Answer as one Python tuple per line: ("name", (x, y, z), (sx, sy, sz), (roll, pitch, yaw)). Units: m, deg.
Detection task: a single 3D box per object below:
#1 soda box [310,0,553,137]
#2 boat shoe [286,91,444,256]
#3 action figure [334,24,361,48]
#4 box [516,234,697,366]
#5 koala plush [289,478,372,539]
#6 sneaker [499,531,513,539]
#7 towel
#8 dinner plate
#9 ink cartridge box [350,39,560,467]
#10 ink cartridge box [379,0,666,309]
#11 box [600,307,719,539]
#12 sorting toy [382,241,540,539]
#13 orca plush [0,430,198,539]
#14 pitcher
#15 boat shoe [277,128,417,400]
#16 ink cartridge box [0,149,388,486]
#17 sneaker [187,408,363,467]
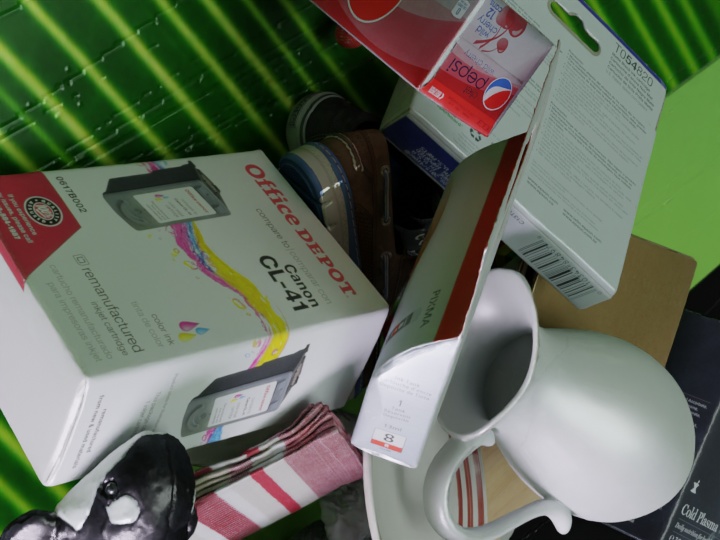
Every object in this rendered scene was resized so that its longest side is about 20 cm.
("soda box", (0.015, -0.157, 0.767), (0.070, 0.200, 0.064), (26, 105, -45))
("boat shoe", (0.030, -0.050, 0.920), (0.070, 0.066, 0.200), (-55, 134, -13))
("action figure", (0.059, -0.215, 0.870), (0.201, 0.098, 0.065), (-53, 134, -12))
("box", (0.173, 0.049, 1.029), (0.199, 0.021, 0.166), (15, 94, -46))
("koala plush", (-0.033, 0.233, 0.923), (0.200, 0.182, 0.180), (-42, 145, -51))
("sneaker", (0.069, 0.259, 1.067), (0.200, 0.080, 0.071), (-47, 130, -23))
("towel", (-0.093, 0.144, 0.807), (0.198, 0.023, 0.144), (-27, 160, -2))
("dinner plate", (0.039, 0.139, 0.879), (0.200, 0.024, 0.203), (35, 50, -57))
("ink cartridge box", (0.050, -0.010, 0.753), (0.201, 0.049, 0.163), (99, 12, -50))
("ink cartridge box", (0.118, -0.110, 0.933), (0.199, 0.040, 0.202), (39, 52, -21))
("box", (0.300, 0.156, 1.223), (0.199, 0.123, 0.199), (29, 83, -46))
("sorting toy", (0.106, 0.080, 1.042), (0.199, 0.069, 0.201), (-35, 127, -31))
("orca plush", (-0.140, 0.171, 0.698), (0.200, 0.072, 0.105), (-42, 141, 20))
("pitcher", (0.128, 0.115, 0.910), (0.199, 0.120, 0.174), (30, 76, -37))
("boat shoe", (0.000, 0.000, 0.866), (0.072, 0.072, 0.202), (-27, 140, -22))
("ink cartridge box", (-0.107, 0.016, 0.745), (0.198, 0.148, 0.086), (-12, 141, -41))
("sneaker", (-0.048, 0.085, 0.891), (0.199, 0.072, 0.086), (12, 90, -49))
